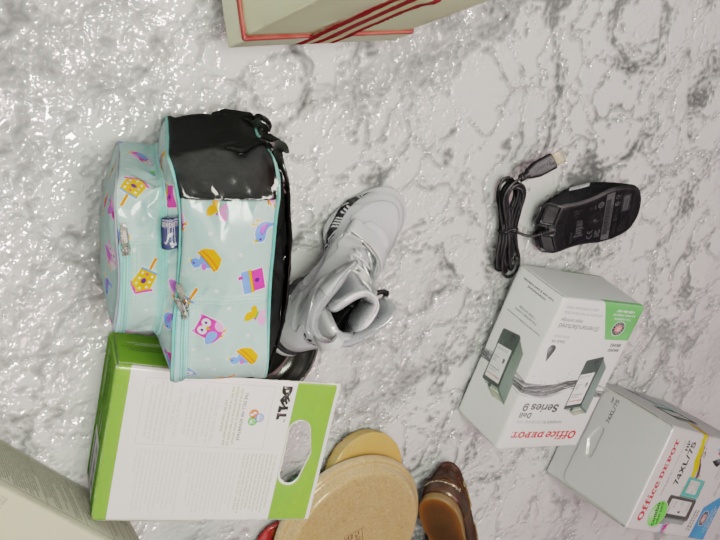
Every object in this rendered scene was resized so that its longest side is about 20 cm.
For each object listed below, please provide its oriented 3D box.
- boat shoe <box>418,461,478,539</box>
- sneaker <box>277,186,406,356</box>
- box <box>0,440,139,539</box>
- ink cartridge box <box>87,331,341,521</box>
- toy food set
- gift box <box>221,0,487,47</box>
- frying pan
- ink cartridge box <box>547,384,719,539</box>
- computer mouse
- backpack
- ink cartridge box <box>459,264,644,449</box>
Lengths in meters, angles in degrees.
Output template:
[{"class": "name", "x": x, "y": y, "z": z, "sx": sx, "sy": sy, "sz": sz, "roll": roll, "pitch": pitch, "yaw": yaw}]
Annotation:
[{"class": "boat shoe", "x": 0.113, "y": 0.325, "z": 1.085, "sx": 0.070, "sy": 0.070, "sz": 0.201, "roll": -62, "pitch": 153, "yaw": -52}, {"class": "sneaker", "x": 0.000, "y": 0.000, "z": 0.815, "sx": 0.075, "sy": 0.115, "sz": 0.200, "roll": 48, "pitch": 67, "yaw": -24}, {"class": "box", "x": -0.281, "y": 0.217, "z": 0.746, "sx": 0.078, "sy": 0.095, "sz": 0.200, "roll": -48, "pitch": 127, "yaw": -6}, {"class": "ink cartridge box", "x": -0.135, "y": 0.145, "z": 0.798, "sx": 0.198, "sy": 0.076, "sz": 0.149, "roll": 7, "pitch": 106, "yaw": -22}, {"class": "toy food set", "x": -0.021, "y": 0.289, "z": 0.987, "sx": 0.197, "sy": 0.049, "sz": 0.201, "roll": -33, "pitch": 125, "yaw": -19}, {"class": "gift box", "x": -0.009, "y": -0.280, "z": 0.669, "sx": 0.183, "sy": 0.186, "sz": 0.202, "roll": -5, "pitch": 93, "yaw": -31}, {"class": "frying pan", "x": -0.066, "y": 0.049, "z": 0.862, "sx": 0.190, "sy": 0.031, "sz": 0.115, "roll": -46, "pitch": 127, "yaw": -14}, {"class": "ink cartridge box", "x": 0.388, "y": 0.256, "z": 1.195, "sx": 0.199, "sy": 0.146, "sz": 0.148, "roll": 19, "pitch": 98, "yaw": -38}, {"class": "computer mouse", "x": 0.231, "y": -0.084, "z": 1.005, "sx": 0.199, "sy": 0.046, "sz": 0.141, "roll": -20, "pitch": 128, "yaw": -15}, {"class": "backpack", "x": -0.129, "y": -0.012, "z": 0.704, "sx": 0.152, "sy": 0.176, "sz": 0.202, "roll": -9, "pitch": 115, "yaw": -13}, {"class": "ink cartridge box", "x": 0.224, "y": 0.106, "z": 1.041, "sx": 0.145, "sy": 0.084, "sz": 0.201, "roll": 6, "pitch": 114, "yaw": -35}]
